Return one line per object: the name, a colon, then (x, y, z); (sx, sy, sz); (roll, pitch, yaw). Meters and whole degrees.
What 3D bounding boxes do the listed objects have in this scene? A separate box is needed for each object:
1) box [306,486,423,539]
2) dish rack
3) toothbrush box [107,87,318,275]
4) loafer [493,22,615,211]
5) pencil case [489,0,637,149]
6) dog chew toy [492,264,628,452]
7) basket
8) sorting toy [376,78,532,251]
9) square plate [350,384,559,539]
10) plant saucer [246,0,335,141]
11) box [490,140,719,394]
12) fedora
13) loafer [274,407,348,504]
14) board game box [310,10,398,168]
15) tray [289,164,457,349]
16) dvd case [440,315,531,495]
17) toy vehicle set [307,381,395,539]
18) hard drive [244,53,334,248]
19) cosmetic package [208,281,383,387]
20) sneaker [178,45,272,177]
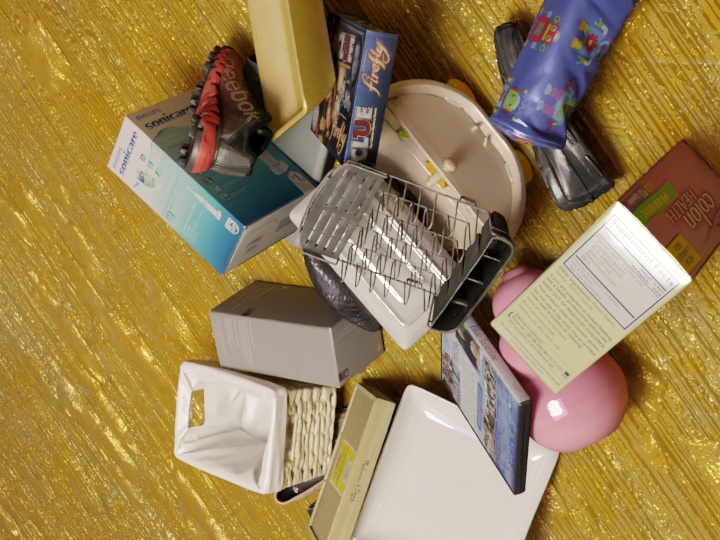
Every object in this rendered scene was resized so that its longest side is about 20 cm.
box: (0.053, 0.349, 1.504); (0.199, 0.086, 0.165); (-18, 100, 41)
dish rack: (0.039, -0.027, 1.161); (0.198, 0.055, 0.154); (20, 133, -12)
toothbrush box: (-0.174, -0.111, 1.358); (0.200, 0.146, 0.086); (42, 130, 11)
loafer: (0.193, -0.161, 1.166); (0.070, 0.068, 0.203); (-24, 92, 11)
pencil case: (0.197, -0.210, 1.084); (0.078, 0.086, 0.202); (39, 108, 50)
dog chew toy: (0.206, 0.090, 1.243); (0.124, 0.124, 0.202); (-25, 88, 41)
basket: (-0.136, 0.196, 1.507); (0.199, 0.122, 0.138); (11, 98, 45)
sorting toy: (0.075, -0.098, 1.263); (0.201, 0.107, 0.180); (51, 141, -2)
square plate: (0.112, 0.266, 1.379); (0.198, 0.028, 0.200); (22, 89, 10)
plant saucer: (-0.075, -0.256, 1.253); (0.200, 0.048, 0.203); (171, 89, -74)
box: (0.250, -0.004, 1.119); (0.097, 0.176, 0.200); (47, 132, 6)
fedora: (0.000, 0.000, 1.330); (0.200, 0.091, 0.202); (40, 150, 28)
loafer: (-0.051, 0.258, 1.551); (0.072, 0.063, 0.200); (46, 131, 7)
board game box: (-0.011, -0.193, 1.208); (0.034, 0.200, 0.137); (6, 105, -14)
tray: (0.021, -0.022, 1.256); (0.107, 0.022, 0.200); (-42, 86, 6)
dvd case: (0.137, 0.133, 1.291); (0.201, 0.017, 0.144); (-122, 22, -47)
toy vehicle set: (-0.013, 0.245, 1.426); (0.026, 0.124, 0.202); (19, 90, -11)
hard drive: (-0.097, -0.145, 1.403); (0.139, 0.033, 0.202); (32, 127, 20)
cosmetic package: (-0.081, 0.078, 1.455); (0.198, 0.107, 0.091); (2, 113, 34)
sneaker: (-0.147, -0.179, 1.322); (0.097, 0.202, 0.071); (16, 134, -15)
